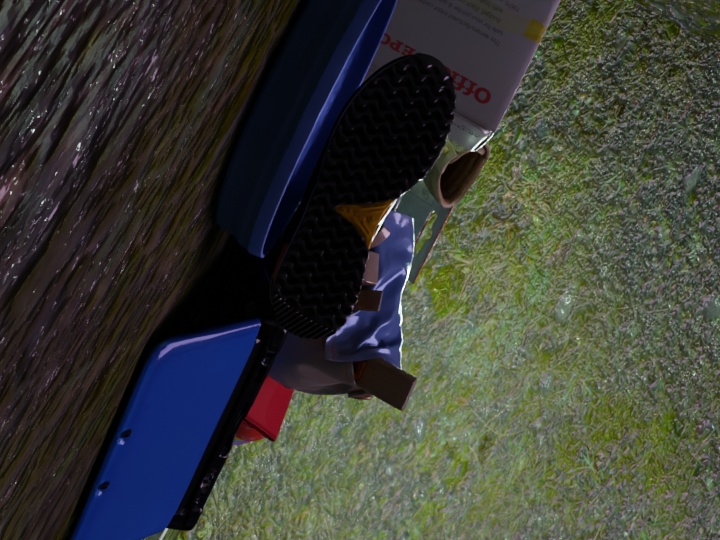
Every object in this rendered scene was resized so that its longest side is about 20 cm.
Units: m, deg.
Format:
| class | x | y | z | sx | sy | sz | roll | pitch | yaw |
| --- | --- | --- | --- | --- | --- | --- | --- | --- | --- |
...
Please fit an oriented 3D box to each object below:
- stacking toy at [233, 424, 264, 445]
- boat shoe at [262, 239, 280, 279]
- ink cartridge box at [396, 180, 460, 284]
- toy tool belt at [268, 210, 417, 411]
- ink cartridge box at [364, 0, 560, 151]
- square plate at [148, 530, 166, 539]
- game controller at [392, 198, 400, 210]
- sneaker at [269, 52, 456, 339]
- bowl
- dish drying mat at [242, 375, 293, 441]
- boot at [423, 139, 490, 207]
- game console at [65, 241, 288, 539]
| class | x | y | z | sx | sy | sz | roll | pitch | yaw |
| --- | --- | --- | --- | --- | --- | --- | --- | --- | --- |
| stacking toy | -0.111 | 0.131 | 1.107 | 0.086 | 0.085 | 0.200 | -62 | -170 | -10 |
| boat shoe | -0.088 | 0.039 | 0.981 | 0.062 | 0.074 | 0.202 | -93 | -151 | -86 |
| ink cartridge box | 0.027 | -0.073 | 1.237 | 0.050 | 0.199 | 0.110 | 16 | 105 | -50 |
| toy tool belt | 0.000 | 0.000 | 0.880 | 0.124 | 0.122 | 0.204 | 8 | 85 | -52 |
| ink cartridge box | 0.082 | -0.222 | 0.939 | 0.202 | 0.144 | 0.083 | -62 | -178 | -8 |
| square plate | -0.221 | 0.246 | 1.520 | 0.199 | 0.028 | 0.201 | -62 | -179 | 42 |
| game controller | -0.041 | -0.022 | 1.039 | 0.202 | 0.103 | 0.042 | -63 | -175 | 0 |
| sneaker | -0.008 | -0.055 | 0.776 | 0.202 | 0.069 | 0.090 | -63 | -165 | 2 |
| bowl | -0.033 | -0.106 | 0.728 | 0.203 | 0.039 | 0.201 | -63 | 180 | 1 |
| dish drying mat | -0.055 | 0.031 | 0.933 | 0.077 | 0.018 | 0.203 | 50 | 55 | -57 |
| boot | 0.071 | -0.175 | 1.105 | 0.072 | 0.156 | 0.201 | -16 | 144 | -26 |
| game console | -0.144 | 0.090 | 0.837 | 0.202 | 0.117 | 0.171 | -62 | -149 | 24 |
